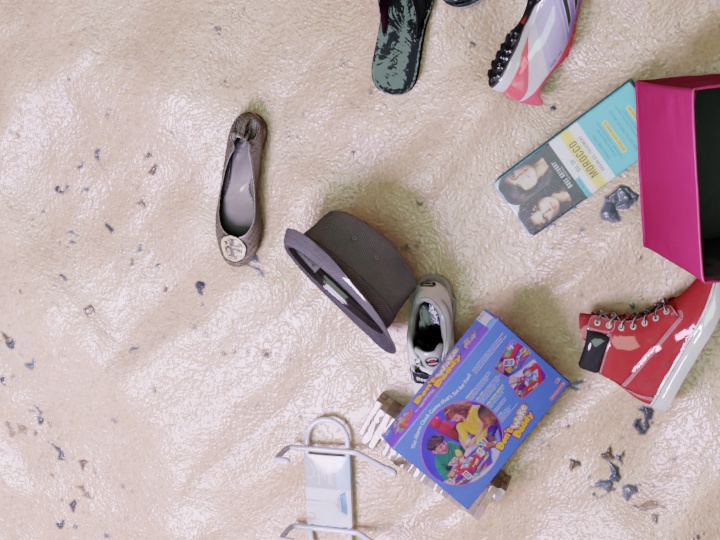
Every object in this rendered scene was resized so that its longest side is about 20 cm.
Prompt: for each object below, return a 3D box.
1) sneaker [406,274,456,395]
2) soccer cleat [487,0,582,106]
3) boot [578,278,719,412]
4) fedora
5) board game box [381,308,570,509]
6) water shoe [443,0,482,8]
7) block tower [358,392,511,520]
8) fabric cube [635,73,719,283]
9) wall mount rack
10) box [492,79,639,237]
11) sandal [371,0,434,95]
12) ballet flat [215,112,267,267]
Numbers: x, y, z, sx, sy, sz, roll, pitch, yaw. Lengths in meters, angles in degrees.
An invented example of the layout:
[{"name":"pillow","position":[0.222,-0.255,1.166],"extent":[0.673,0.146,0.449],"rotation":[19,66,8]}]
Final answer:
[{"name":"sneaker","position":[0.088,0.114,1.518],"extent":[0.073,0.089,0.203],"rotation":[-7,102,15]},{"name":"soccer cleat","position":[0.223,-0.288,1.411],"extent":[0.073,0.068,0.201],"rotation":[24,105,-16]},{"name":"boot","position":[0.341,0.052,1.444],"extent":[0.143,0.072,0.202],"rotation":[28,111,9]},{"name":"fedora","position":[0.000,0.000,1.496],"extent":[0.200,0.177,0.090],"rotation":[42,80,9]},{"name":"board game box","position":[0.141,0.168,1.479],"extent":[0.134,0.045,0.201],"rotation":[40,89,-20]},{"name":"water shoe","position":[0.172,-0.371,1.390],"extent":[0.200,0.079,0.072],"rotation":[-42,89,19]},{"name":"block tower","position":[0.093,0.239,1.561],"extent":[0.199,0.054,0.058],"rotation":[32,109,7]},{"name":"fabric cube","position":[0.416,-0.111,1.292],"extent":[0.197,0.199,0.199],"rotation":[-7,100,-2]},{"name":"wall mount rack","position":[-0.024,0.300,1.592],"extent":[0.172,0.075,0.203],"rotation":[2,104,18]},{"name":"box","position":[0.259,-0.131,1.435],"extent":[0.199,0.049,0.083],"rotation":[-37,90,19]},{"name":"sandal","position":[0.050,-0.310,1.454],"extent":[0.074,0.048,0.203],"rotation":[7,104,14]},{"name":"ballet flat","position":[-0.154,-0.101,1.557],"extent":[0.067,0.046,0.203],"rotation":[13,105,13]}]
